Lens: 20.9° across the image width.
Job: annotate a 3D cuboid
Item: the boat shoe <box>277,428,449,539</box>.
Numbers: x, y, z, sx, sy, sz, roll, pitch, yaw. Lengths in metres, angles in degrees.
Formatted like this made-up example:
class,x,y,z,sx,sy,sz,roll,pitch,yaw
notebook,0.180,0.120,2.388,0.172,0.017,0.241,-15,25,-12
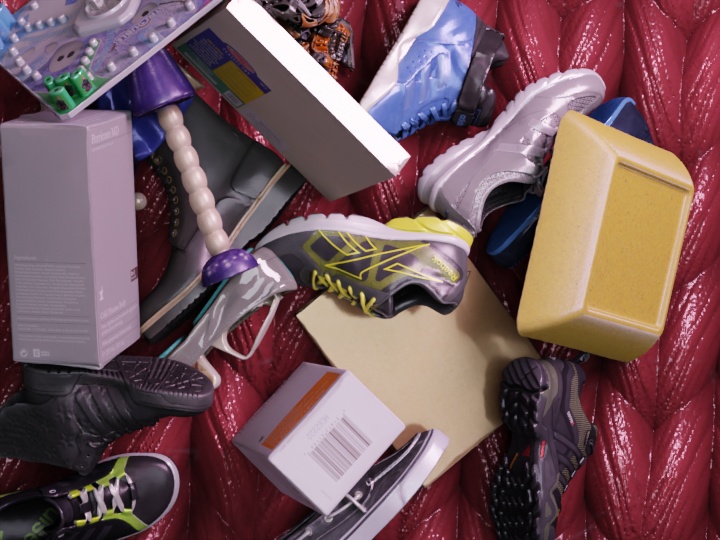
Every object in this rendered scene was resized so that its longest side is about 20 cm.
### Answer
class,x,y,z,sx,sy,sz,roll,pitch,yaw
boat shoe,-0.008,0.204,1.736,0.068,0.074,0.199,45,98,-1

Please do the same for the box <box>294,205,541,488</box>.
class,x,y,z,sx,sy,sz,roll,pitch,yaw
box,0.059,0.069,1.780,0.163,0.021,0.201,-38,98,-11

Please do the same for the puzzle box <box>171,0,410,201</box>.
class,x,y,z,sx,sy,sz,roll,pitch,yaw
puzzle box,-0.060,-0.144,1.641,0.200,0.133,0.025,45,67,-15

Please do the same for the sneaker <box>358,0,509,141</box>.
class,x,y,z,sx,sy,sz,roll,pitch,yaw
sneaker,0.060,-0.145,1.755,0.111,0.077,0.201,31,76,-1

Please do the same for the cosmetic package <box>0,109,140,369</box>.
class,x,y,z,sx,sy,sz,roll,pitch,yaw
cosmetic package,-0.239,-0.030,1.619,0.089,0.107,0.202,5,105,13

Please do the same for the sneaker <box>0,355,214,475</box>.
class,x,y,z,sx,sy,sz,roll,pitch,yaw
sneaker,-0.222,0.126,1.656,0.198,0.060,0.105,8,115,6

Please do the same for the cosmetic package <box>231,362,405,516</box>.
class,x,y,z,sx,sy,sz,roll,pitch,yaw
cosmetic package,-0.039,0.139,1.665,0.071,0.200,0.102,44,80,-8

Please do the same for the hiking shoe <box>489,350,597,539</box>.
class,x,y,z,sx,sy,sz,roll,pitch,yaw
hiking shoe,0.178,0.174,1.776,0.100,0.076,0.202,-7,108,-34

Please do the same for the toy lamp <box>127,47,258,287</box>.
class,x,y,z,sx,sy,sz,roll,pitch,yaw
toy lamp,-0.144,-0.088,1.634,0.058,0.058,0.202,-22,91,-12

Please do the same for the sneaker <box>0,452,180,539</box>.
class,x,y,z,sx,sy,sz,roll,pitch,yaw
sneaker,-0.246,0.212,1.677,0.198,0.083,0.072,-17,93,-13

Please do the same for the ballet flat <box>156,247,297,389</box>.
class,x,y,z,sx,sy,sz,roll,pitch,yaw
ballet flat,-0.132,0.068,1.694,0.064,0.067,0.200,43,96,2

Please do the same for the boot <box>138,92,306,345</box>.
class,x,y,z,sx,sy,sz,roll,pitch,yaw
boot,-0.162,-0.049,1.716,0.138,0.077,0.200,41,76,1

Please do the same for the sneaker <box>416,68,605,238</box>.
class,x,y,z,sx,sy,sz,roll,pitch,yaw
sneaker,0.149,-0.102,1.765,0.199,0.075,0.082,-39,67,-7

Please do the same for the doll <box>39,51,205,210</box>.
class,x,y,z,sx,sy,sz,roll,pitch,yaw
doll,-0.228,-0.110,1.693,0.136,0.048,0.200,42,95,11

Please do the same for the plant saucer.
class,x,y,z,sx,sy,sz,roll,pitch,yaw
plant saucer,0.231,-0.024,1.749,0.199,0.048,0.202,15,87,-49

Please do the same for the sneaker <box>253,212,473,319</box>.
class,x,y,z,sx,sy,sz,roll,pitch,yaw
sneaker,0.000,0.000,1.713,0.198,0.075,0.085,-3,66,7

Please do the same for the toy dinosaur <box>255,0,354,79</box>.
class,x,y,z,sx,sy,sz,roll,pitch,yaw
toy dinosaur,-0.065,-0.223,1.734,0.135,0.102,0.202,-9,76,-36

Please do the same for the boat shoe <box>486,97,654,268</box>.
class,x,y,z,sx,sy,sz,roll,pitch,yaw
boat shoe,0.200,-0.070,1.785,0.200,0.084,0.069,-46,108,-8

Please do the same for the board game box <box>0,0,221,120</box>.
class,x,y,z,sx,sy,sz,roll,pitch,yaw
board game box,-0.213,-0.226,1.638,0.199,0.200,0.026,-39,128,-11
